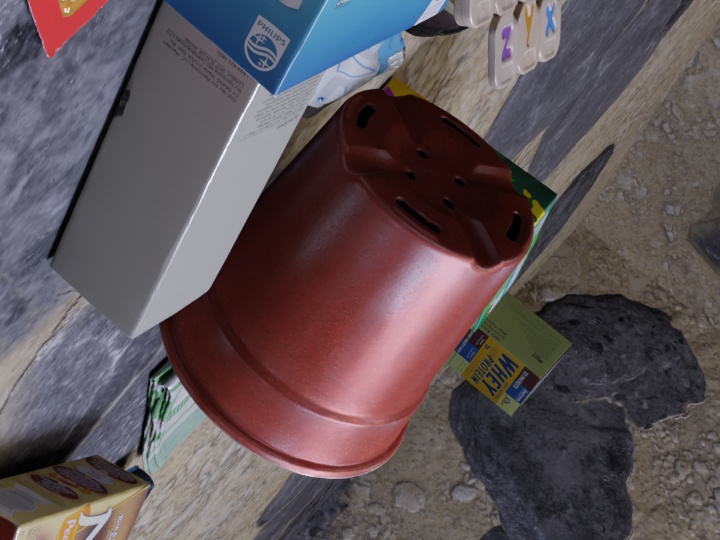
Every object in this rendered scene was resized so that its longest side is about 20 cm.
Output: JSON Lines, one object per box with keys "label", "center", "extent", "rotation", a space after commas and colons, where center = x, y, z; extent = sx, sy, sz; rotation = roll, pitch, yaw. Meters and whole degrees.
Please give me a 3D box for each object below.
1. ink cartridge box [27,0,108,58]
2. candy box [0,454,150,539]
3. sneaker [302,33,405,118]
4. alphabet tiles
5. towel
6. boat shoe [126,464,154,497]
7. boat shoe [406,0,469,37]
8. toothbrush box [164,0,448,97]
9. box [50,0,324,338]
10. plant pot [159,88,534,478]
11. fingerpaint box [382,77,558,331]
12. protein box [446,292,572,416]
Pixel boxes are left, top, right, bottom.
{"label": "ink cartridge box", "center": [-0.067, -0.167, 0.507], "extent": [0.161, 0.050, 0.200], "rotation": [-48, 167, -16]}
{"label": "candy box", "center": [-0.231, 0.202, 0.948], "extent": [0.116, 0.055, 0.200], "rotation": [-66, 165, 6]}
{"label": "sneaker", "center": [-0.020, -0.134, 0.766], "extent": [0.087, 0.075, 0.200], "rotation": [-43, 169, -8]}
{"label": "alphabet tiles", "center": [0.107, -0.227, 0.886], "extent": [0.200, 0.015, 0.196], "rotation": [-36, 131, -53]}
{"label": "towel", "center": [-0.135, 0.093, 1.195], "extent": [0.153, 0.023, 0.200], "rotation": [-46, 169, -29]}
{"label": "boat shoe", "center": [-0.246, 0.262, 1.182], "extent": [0.200, 0.069, 0.084], "rotation": [-49, 170, -13]}
{"label": "boat shoe", "center": [0.083, -0.215, 0.952], "extent": [0.066, 0.072, 0.201], "rotation": [-29, -171, 36]}
{"label": "toothbrush box", "center": [0.019, -0.178, 0.477], "extent": [0.146, 0.085, 0.200], "rotation": [-38, 167, -53]}
{"label": "box", "center": [-0.089, -0.064, 0.716], "extent": [0.082, 0.068, 0.200], "rotation": [-36, 162, -54]}
{"label": "plant pot", "center": [0.000, 0.000, 0.889], "extent": [0.195, 0.201, 0.201], "rotation": [-50, 172, 35]}
{"label": "fingerpaint box", "center": [0.064, -0.049, 1.148], "extent": [0.073, 0.167, 0.200], "rotation": [-50, 171, -17]}
{"label": "protein box", "center": [0.340, 0.189, 3.095], "extent": [0.200, 0.198, 0.135], "rotation": [-36, 162, -54]}
